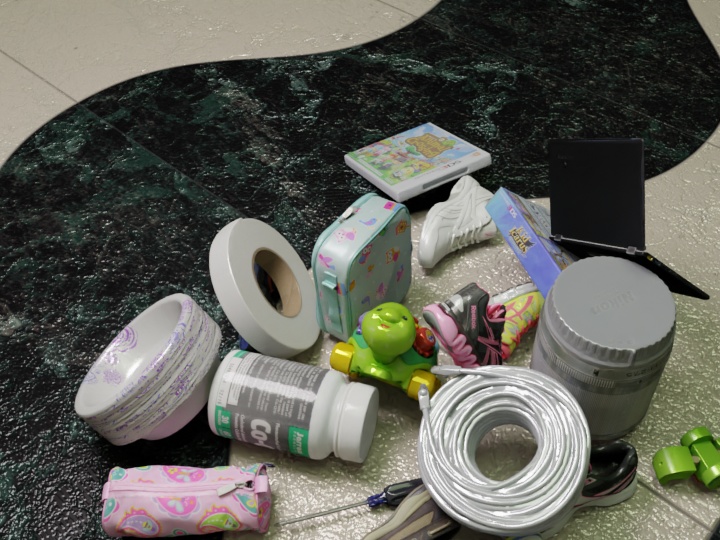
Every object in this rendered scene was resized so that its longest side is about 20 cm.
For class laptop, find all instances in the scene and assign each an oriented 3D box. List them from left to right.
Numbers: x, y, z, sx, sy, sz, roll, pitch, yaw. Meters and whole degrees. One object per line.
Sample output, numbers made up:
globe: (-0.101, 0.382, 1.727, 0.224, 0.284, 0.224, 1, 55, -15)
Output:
laptop: (0.340, -0.069, 1.031, 0.117, 0.199, 0.187, -62, 23, -2)

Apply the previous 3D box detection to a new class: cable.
cable: (0.163, 0.206, 0.922, 0.198, 0.069, 0.201, -4, 56, 16)

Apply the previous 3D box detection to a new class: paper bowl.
paper bowl: (-0.262, 0.136, 1.035, 0.200, 0.104, 0.201, -32, 28, 19)

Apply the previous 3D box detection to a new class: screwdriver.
screwdriver: (-0.007, 0.288, 0.975, 0.198, 0.029, 0.028, -15, 49, -6)

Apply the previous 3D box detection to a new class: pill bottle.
pill bottle: (-0.083, 0.174, 1.019, 0.198, 0.114, 0.114, 10, 49, 13)

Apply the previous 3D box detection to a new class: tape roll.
tape roll: (-0.128, 0.023, 1.110, 0.037, 0.203, 0.204, -27, 42, 24)

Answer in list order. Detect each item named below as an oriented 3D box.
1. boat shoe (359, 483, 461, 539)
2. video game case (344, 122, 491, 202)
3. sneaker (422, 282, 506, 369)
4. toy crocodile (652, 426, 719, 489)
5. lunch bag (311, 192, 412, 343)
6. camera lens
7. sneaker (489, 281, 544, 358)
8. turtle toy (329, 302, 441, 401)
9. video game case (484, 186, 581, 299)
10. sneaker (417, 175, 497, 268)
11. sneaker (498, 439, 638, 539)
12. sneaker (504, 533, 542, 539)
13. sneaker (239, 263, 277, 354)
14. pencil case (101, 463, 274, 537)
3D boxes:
boat shoe: (0.039, 0.327, 0.901, 0.073, 0.075, 0.200, 34, 59, 29)
video game case: (0.094, -0.190, 1.366, 0.181, 0.022, 0.200, -23, 33, -17)
sneaker: (0.158, 0.089, 1.023, 0.095, 0.200, 0.079, -41, 44, -6)
toy crocodile: (0.458, 0.227, 0.987, 0.198, 0.062, 0.068, -10, 47, -13)
lunch bag: (0.000, 0.000, 1.113, 0.077, 0.201, 0.160, 28, 54, 28)
camera lens: (0.298, 0.103, 1.005, 0.158, 0.201, 0.161, -2, 47, 2)
sneaker: (0.205, 0.079, 1.127, 0.198, 0.078, 0.091, -15, 64, -9)
turtle toy: (0.041, 0.101, 1.033, 0.145, 0.200, 0.102, 18, 81, 13)
video game case: (0.289, -0.017, 1.152, 0.180, 0.046, 0.201, 19, 33, -39)
sneaker: (0.162, -0.070, 1.256, 0.099, 0.078, 0.200, 26, 55, 20)
sneaker: (0.242, 0.249, 0.952, 0.199, 0.087, 0.081, -21, 48, -15)
sneaker: (0.133, 0.360, 0.868, 0.199, 0.074, 0.082, -23, 53, -16)
sneaker: (-0.166, 0.049, 1.177, 0.078, 0.076, 0.201, -16, 42, 7)
pencil case: (-0.204, 0.273, 0.957, 0.198, 0.088, 0.088, -2, 47, 2)
